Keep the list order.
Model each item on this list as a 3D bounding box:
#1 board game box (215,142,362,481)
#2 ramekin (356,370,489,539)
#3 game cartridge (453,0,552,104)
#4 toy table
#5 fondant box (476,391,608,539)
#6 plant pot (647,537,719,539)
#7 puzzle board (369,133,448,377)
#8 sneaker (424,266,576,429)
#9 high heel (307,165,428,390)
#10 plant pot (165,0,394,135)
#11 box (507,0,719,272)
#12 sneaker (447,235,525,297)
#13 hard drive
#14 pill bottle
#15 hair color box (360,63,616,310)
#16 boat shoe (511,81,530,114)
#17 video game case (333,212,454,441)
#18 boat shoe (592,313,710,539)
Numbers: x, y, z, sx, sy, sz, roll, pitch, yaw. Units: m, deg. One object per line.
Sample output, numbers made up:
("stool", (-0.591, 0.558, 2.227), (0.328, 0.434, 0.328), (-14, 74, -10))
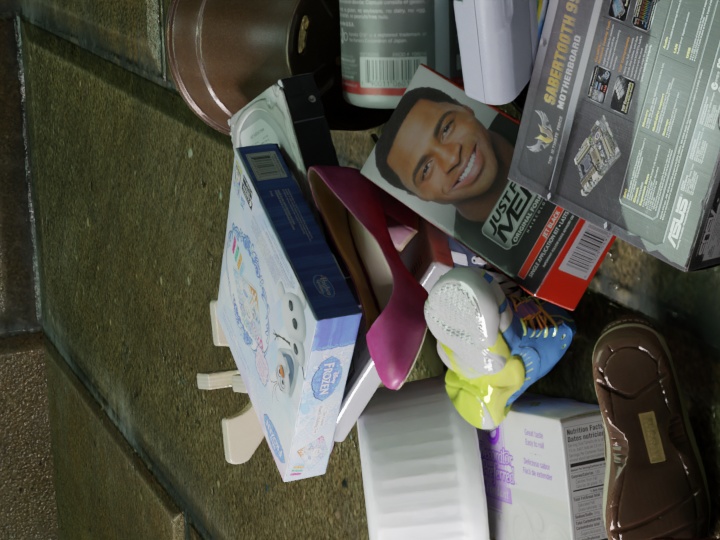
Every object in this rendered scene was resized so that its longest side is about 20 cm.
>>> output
("board game box", (-0.066, 0.035, 1.201), (0.200, 0.043, 0.201), (104, 149, -44))
("ramekin", (0.051, 0.190, 1.252), (0.200, 0.097, 0.202), (174, 90, -88))
("game cartridge", (0.120, -0.213, 0.948), (0.040, 0.201, 0.134), (22, 156, 17))
("toy table", (-0.106, 0.123, 1.652), (0.184, 0.116, 0.202), (147, 114, -64))
("fondant box", (0.154, 0.205, 1.153), (0.144, 0.058, 0.202), (-178, 82, -67))
("plant pot", (0.208, 0.259, 0.898), (0.200, 0.198, 0.178), (147, 124, -64))
("puzzle board", (0.048, -0.011, 1.344), (0.201, 0.017, 0.152), (-118, 21, -44))
("sneaker", (0.108, 0.037, 1.077), (0.076, 0.105, 0.200), (45, 162, 24))
("high heel", (0.000, 0.000, 1.113), (0.067, 0.095, 0.201), (-48, 29, 45))
("plant pot", (-0.052, -0.212, 1.347), (0.198, 0.199, 0.202), (19, 115, 56))
("box", (0.184, -0.122, 0.916), (0.158, 0.048, 0.201), (32, 121, 40))
("sneaker", (0.110, -0.007, 1.174), (0.109, 0.070, 0.201), (125, 136, -60))
("hard drive", (-0.054, -0.054, 1.246), (0.140, 0.038, 0.202), (-19, 87, 64))
("pill bottle", (0.037, -0.242, 1.211), (0.114, 0.113, 0.202), (-155, 61, -63))
("hair color box", (0.100, -0.065, 1.083), (0.200, 0.061, 0.102), (37, 102, 39))
("boat shoe", (0.136, -0.144, 1.080), (0.200, 0.060, 0.074), (-130, 41, -50))
("video game case", (0.013, 0.016, 1.239), (0.201, 0.023, 0.183), (-59, 22, 30))
("boat shoe", (0.206, 0.127, 1.020), (0.075, 0.074, 0.204), (-62, -33, -69))
